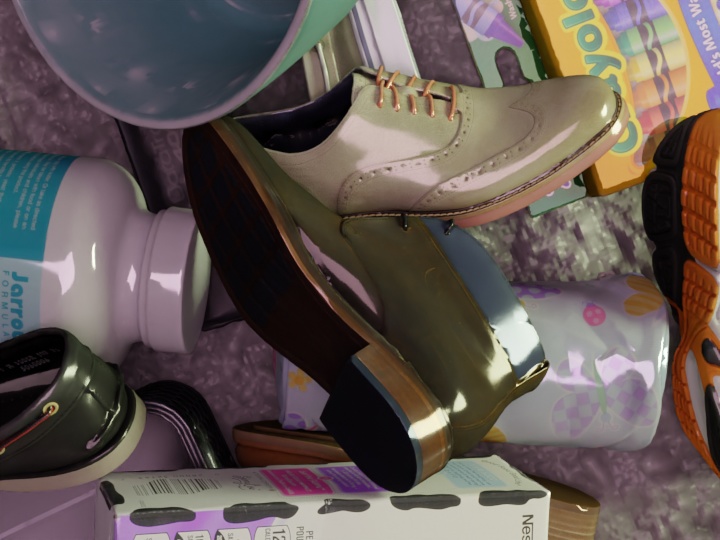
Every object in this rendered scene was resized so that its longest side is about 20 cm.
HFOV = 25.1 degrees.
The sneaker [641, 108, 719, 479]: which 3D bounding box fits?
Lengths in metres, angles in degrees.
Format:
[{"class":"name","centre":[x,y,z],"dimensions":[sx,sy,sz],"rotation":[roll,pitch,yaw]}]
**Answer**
[{"class":"sneaker","centre":[0.200,0.007,0.802],"dimensions":[0.091,0.076,0.201],"rotation":[-19,119,-12]}]

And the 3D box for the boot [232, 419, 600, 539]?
[{"class":"boot","centre":[0.013,0.166,0.828],"dimensions":[0.199,0.077,0.156],"rotation":[16,96,-8]}]

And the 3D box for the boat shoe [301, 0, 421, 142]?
[{"class":"boat shoe","centre":[-0.023,-0.157,0.809],"dimensions":[0.062,0.072,0.201],"rotation":[-20,95,0]}]

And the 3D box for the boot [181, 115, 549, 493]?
[{"class":"boot","centre":[0.000,0.000,0.746],"dimensions":[0.097,0.075,0.201],"rotation":[-24,73,-33]}]

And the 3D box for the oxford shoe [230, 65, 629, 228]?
[{"class":"oxford shoe","centre":[0.027,-0.063,0.772],"dimensions":[0.199,0.071,0.074],"rotation":[-16,123,10]}]

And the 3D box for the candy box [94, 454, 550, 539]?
[{"class":"candy box","centre":[-0.019,0.177,0.736],"dimensions":[0.199,0.072,0.169],"rotation":[-1,97,-17]}]

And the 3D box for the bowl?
[{"class":"bowl","centre":[-0.066,-0.172,0.737],"dimensions":[0.200,0.105,0.202],"rotation":[12,110,34]}]

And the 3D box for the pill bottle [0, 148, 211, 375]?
[{"class":"pill bottle","centre":[-0.176,-0.004,0.788],"dimensions":[0.198,0.111,0.112],"rotation":[5,92,6]}]

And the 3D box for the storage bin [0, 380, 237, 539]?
[{"class":"storage bin","centre":[-0.151,0.155,0.812],"dimensions":[0.199,0.094,0.136],"rotation":[-25,92,1]}]

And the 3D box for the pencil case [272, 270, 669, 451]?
[{"class":"pencil case","centre":[0.054,0.040,0.805],"dimensions":[0.198,0.083,0.091],"rotation":[3,86,-3]}]

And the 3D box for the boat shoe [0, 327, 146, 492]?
[{"class":"boat shoe","centre":[-0.199,0.076,0.745],"dimensions":[0.200,0.074,0.063],"rotation":[-17,133,20]}]

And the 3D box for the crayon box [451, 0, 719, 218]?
[{"class":"crayon box","centre":[0.160,-0.118,0.819],"dimensions":[0.199,0.052,0.126],"rotation":[-21,92,2]}]

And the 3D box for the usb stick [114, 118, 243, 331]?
[{"class":"usb stick","centre":[-0.094,-0.067,0.832],"dimensions":[0.055,0.033,0.201],"rotation":[-19,92,8]}]
